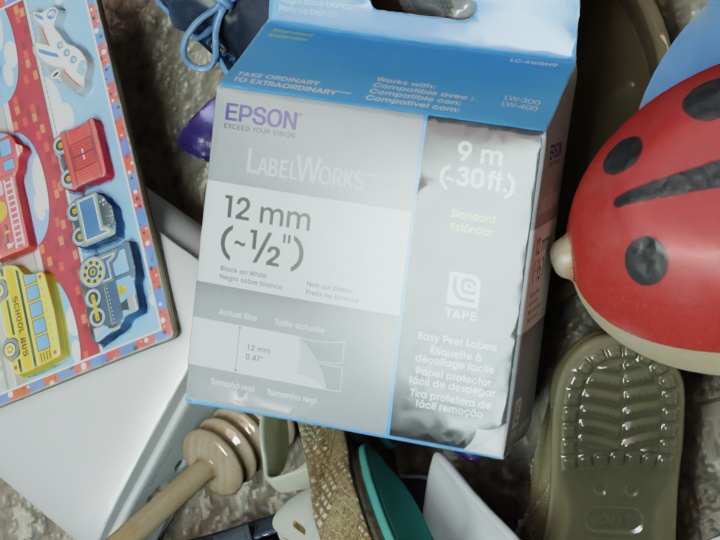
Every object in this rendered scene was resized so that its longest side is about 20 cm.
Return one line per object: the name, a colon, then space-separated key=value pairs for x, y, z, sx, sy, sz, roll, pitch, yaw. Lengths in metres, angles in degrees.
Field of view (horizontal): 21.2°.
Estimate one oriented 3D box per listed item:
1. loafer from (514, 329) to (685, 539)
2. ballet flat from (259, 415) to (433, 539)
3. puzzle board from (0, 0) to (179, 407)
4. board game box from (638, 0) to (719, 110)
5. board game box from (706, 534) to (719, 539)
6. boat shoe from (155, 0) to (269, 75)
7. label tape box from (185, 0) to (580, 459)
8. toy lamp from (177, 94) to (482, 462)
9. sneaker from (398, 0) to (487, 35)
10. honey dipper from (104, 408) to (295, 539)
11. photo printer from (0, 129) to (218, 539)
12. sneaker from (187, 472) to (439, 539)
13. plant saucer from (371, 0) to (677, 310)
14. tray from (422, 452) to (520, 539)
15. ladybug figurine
loafer: x=0.106 y=0.118 z=0.848 sx=0.075 sy=0.067 sz=0.202 roll=10 pitch=106 yaw=2
ballet flat: x=-0.010 y=0.095 z=0.871 sx=0.065 sy=0.071 sz=0.201 roll=-30 pitch=36 yaw=12
puzzle board: x=-0.177 y=-0.037 z=0.958 sx=0.149 sy=0.017 sz=0.202 roll=-21 pitch=73 yaw=21
board game box: x=0.215 y=-0.043 z=0.822 sx=0.198 sy=0.039 sz=0.160 roll=11 pitch=83 yaw=25
board game box: x=0.232 y=0.129 z=0.760 sx=0.199 sy=0.103 sz=0.106 roll=-25 pitch=75 yaw=23
boat shoe: x=-0.070 y=-0.131 z=0.938 sx=0.199 sy=0.068 sz=0.085 roll=31 pitch=100 yaw=40
label tape box: x=0.010 y=-0.035 z=0.806 sx=0.142 sy=0.066 sz=0.202 roll=9 pitch=101 yaw=15
toy lamp: x=0.000 y=0.000 z=0.877 sx=0.058 sy=0.058 sz=0.201 roll=-40 pitch=85 yaw=18
sneaker: x=0.090 y=-0.190 z=0.838 sx=0.075 sy=0.082 sz=0.201 roll=50 pitch=118 yaw=35
honey dipper: x=-0.104 y=0.120 z=0.891 sx=0.038 sy=0.200 sz=0.038 roll=23 pitch=133 yaw=28
photo printer: x=-0.153 y=0.026 z=0.986 sx=0.199 sy=0.069 sz=0.167 roll=35 pitch=100 yaw=25
sneaker: x=-0.038 y=0.154 z=0.912 sx=0.199 sy=0.079 sz=0.079 roll=-26 pitch=73 yaw=21
plant saucer: x=0.058 y=-0.074 z=0.910 sx=0.198 sy=0.029 sz=0.203 roll=-2 pitch=85 yaw=27
tray: x=0.046 y=0.192 z=0.848 sx=0.107 sy=0.022 sz=0.202 roll=-136 pitch=50 yaw=-67
ladybug figurine: x=0.170 y=-0.031 z=0.767 sx=0.198 sy=0.072 sz=0.137 roll=-18 pitch=67 yaw=13
